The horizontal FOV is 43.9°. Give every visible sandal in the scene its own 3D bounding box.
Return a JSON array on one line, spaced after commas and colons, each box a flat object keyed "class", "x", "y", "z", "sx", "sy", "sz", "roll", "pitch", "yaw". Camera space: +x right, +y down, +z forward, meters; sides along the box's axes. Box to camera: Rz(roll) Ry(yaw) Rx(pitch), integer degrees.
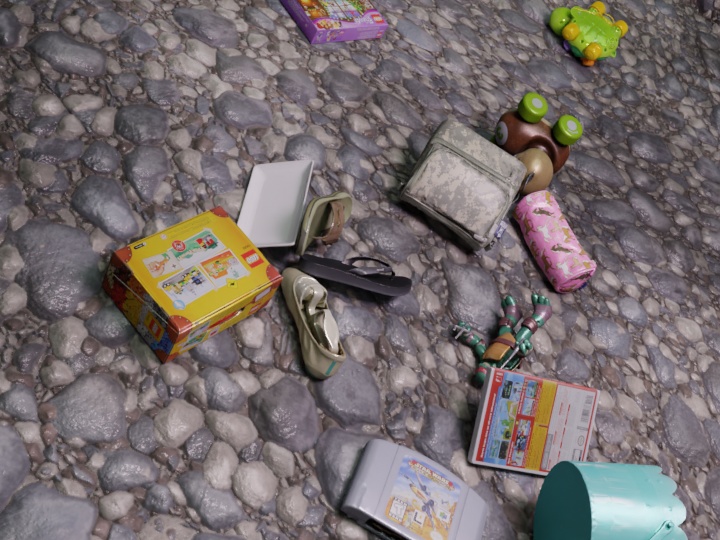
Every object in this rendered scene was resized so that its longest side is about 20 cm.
[{"class": "sandal", "x": -0.048, "y": -0.078, "z": 1.419, "sx": 0.057, "sy": 0.081, "sz": 0.201, "roll": 25, "pitch": 28, "yaw": 15}, {"class": "sandal", "x": 0.000, "y": 0.000, "z": 1.404, "sx": 0.198, "sy": 0.043, "sz": 0.076, "roll": 13, "pitch": 12, "yaw": -28}]

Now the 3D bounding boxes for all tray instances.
[{"class": "tray", "x": -0.136, "y": -0.102, "z": 1.427, "sx": 0.106, "sy": 0.022, "sz": 0.201, "roll": -3, "pitch": 46, "yaw": 12}]

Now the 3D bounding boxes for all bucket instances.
[{"class": "bucket", "x": 0.333, "y": 0.359, "z": 1.223, "sx": 0.133, "sy": 0.208, "sz": 0.209, "roll": 9, "pitch": 48, "yaw": -11}]

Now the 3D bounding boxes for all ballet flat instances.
[{"class": "ballet flat", "x": -0.066, "y": 0.063, "z": 1.324, "sx": 0.069, "sy": 0.070, "sz": 0.201, "roll": 0, "pitch": 54, "yaw": -31}]

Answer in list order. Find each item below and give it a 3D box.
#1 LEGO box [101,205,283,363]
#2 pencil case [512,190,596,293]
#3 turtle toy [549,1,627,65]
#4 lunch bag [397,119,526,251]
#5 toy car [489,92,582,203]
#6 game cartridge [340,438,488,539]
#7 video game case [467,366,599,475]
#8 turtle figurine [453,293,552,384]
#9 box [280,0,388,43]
[{"class": "LEGO box", "x": -0.233, "y": 0.014, "z": 1.255, "sx": 0.149, "sy": 0.077, "sz": 0.199, "roll": 48, "pitch": 45, "yaw": 13}, {"class": "pencil case", "x": 0.361, "y": -0.056, "z": 1.673, "sx": 0.086, "sy": 0.083, "sz": 0.201, "roll": 0, "pitch": 53, "yaw": -39}, {"class": "turtle toy", "x": 0.558, "y": -0.593, "z": 2.232, "sx": 0.145, "sy": 0.101, "sz": 0.200, "roll": -39, "pitch": 75, "yaw": -21}, {"class": "lunch bag", "x": 0.181, "y": -0.145, "z": 1.608, "sx": 0.199, "sy": 0.140, "sz": 0.168, "roll": 33, "pitch": 60, "yaw": -1}, {"class": "toy car", "x": 0.314, "y": -0.206, "z": 1.731, "sx": 0.157, "sy": 0.164, "sz": 0.201, "roll": 31, "pitch": 56, "yaw": -4}, {"class": "game cartridge", "x": 0.079, "y": 0.319, "z": 1.218, "sx": 0.199, "sy": 0.042, "sz": 0.134, "roll": 31, "pitch": 48, "yaw": -5}, {"class": "video game case", "x": 0.265, "y": 0.234, "z": 1.352, "sx": 0.198, "sy": 0.017, "sz": 0.145, "roll": 14, "pitch": 88, "yaw": -21}, {"class": "turtle figurine", "x": 0.224, "y": 0.118, "z": 1.436, "sx": 0.149, "sy": 0.102, "sz": 0.200, "roll": 11, "pitch": 41, "yaw": 36}, {"class": "box", "x": -0.054, "y": -0.539, "z": 1.861, "sx": 0.199, "sy": 0.039, "sz": 0.137, "roll": -17, "pitch": 65, "yaw": -40}]
